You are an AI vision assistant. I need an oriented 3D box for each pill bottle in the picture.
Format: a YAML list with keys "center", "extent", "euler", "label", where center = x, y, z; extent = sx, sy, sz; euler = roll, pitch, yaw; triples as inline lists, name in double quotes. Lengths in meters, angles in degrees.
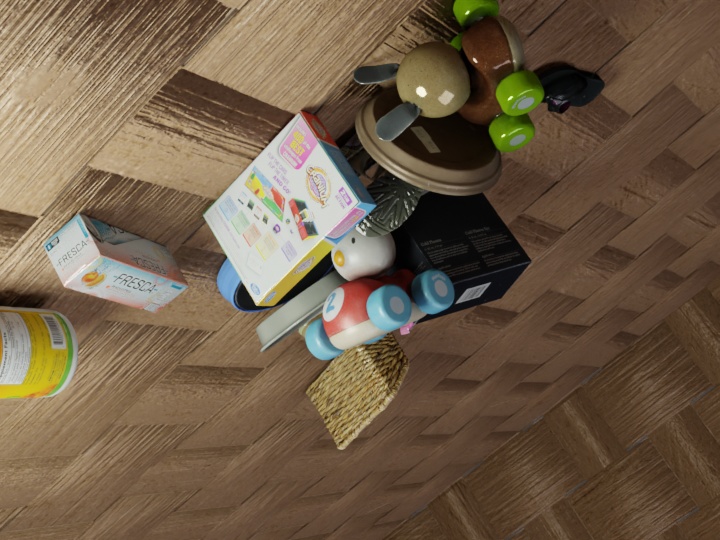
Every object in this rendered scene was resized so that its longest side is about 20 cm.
- center: [-0.448, 0.098, 1.337]
  extent: [0.111, 0.111, 0.199]
  euler: [-42, 156, 21]
  label: "pill bottle"

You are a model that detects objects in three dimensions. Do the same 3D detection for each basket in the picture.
- center: [0.017, 0.235, 2.177]
  extent: [0.142, 0.150, 0.200]
  euler: [-6, 144, -48]
  label: "basket"

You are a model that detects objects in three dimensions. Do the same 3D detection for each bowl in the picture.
- center: [-0.117, -0.008, 1.656]
  extent: [0.199, 0.040, 0.201]
  euler: [-28, 157, -13]
  label: "bowl"

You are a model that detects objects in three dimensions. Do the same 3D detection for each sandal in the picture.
- center: [0.318, -0.271, 1.693]
  extent: [0.199, 0.048, 0.075]
  euler: [-9, 147, -46]
  label: "sandal"

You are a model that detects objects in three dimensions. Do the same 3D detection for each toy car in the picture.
- center: [0.099, -0.226, 1.369]
  extent: [0.198, 0.165, 0.158]
  euler: [-19, 155, -9]
  label: "toy car"
- center: [0.000, 0.000, 1.606]
  extent: [0.176, 0.201, 0.184]
  euler: [-18, 173, -42]
  label: "toy car"

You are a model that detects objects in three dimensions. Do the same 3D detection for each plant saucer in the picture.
- center: [0.091, -0.170, 1.404]
  extent: [0.199, 0.200, 0.030]
  euler: [-15, 143, -37]
  label: "plant saucer"

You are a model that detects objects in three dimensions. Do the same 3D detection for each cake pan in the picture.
- center: [-0.085, 0.057, 1.750]
  extent: [0.200, 0.037, 0.200]
  euler: [-35, 177, -2]
  label: "cake pan"

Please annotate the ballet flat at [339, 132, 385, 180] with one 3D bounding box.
- center: [-0.012, -0.137, 1.501]
  extent: [0.200, 0.072, 0.072]
  euler: [-41, 156, 18]
  label: "ballet flat"

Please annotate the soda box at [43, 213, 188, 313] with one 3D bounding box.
- center: [-0.299, -0.006, 1.383]
  extent: [0.063, 0.069, 0.200]
  euler: [-38, 158, 11]
  label: "soda box"

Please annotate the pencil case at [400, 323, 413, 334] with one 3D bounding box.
- center: [0.125, 0.036, 1.964]
  extent: [0.199, 0.094, 0.091]
  euler: [-24, 179, -38]
  label: "pencil case"

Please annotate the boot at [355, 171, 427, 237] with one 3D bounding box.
- center: [0.062, -0.119, 1.545]
  extent: [0.182, 0.073, 0.200]
  euler: [-45, -177, 2]
  label: "boot"

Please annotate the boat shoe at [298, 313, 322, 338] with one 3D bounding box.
- center: [-0.013, 0.089, 1.938]
  extent: [0.199, 0.076, 0.072]
  euler: [-18, 154, -31]
  label: "boat shoe"

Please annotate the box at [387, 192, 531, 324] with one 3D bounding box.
- center: [0.131, -0.036, 1.743]
  extent: [0.199, 0.183, 0.104]
  euler: [-13, 151, -38]
  label: "box"

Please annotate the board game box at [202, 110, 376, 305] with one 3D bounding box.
- center: [-0.093, -0.076, 1.406]
  extent: [0.200, 0.154, 0.040]
  euler: [-43, 157, 23]
  label: "board game box"
